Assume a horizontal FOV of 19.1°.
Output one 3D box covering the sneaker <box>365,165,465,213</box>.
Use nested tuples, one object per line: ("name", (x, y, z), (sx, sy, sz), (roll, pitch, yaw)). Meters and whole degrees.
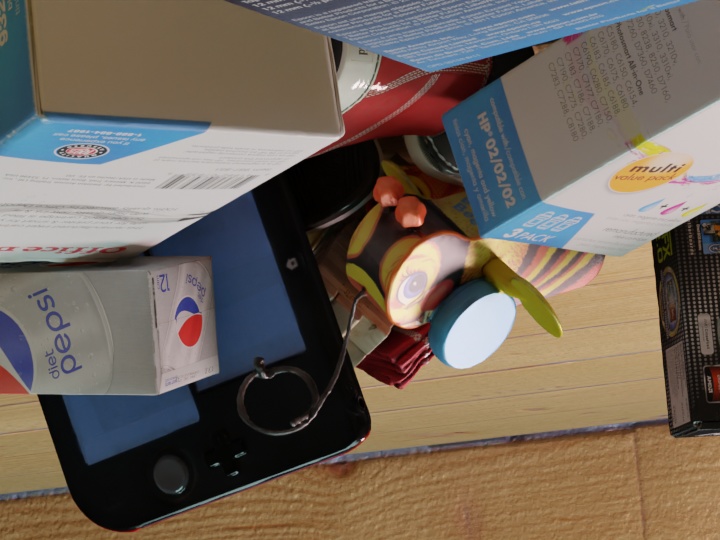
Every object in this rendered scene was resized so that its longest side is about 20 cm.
("sneaker", (0.047, -0.041, 1.185), (0.077, 0.073, 0.200), (24, -161, 2))

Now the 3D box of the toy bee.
("toy bee", (0.041, -0.003, 1.019), (0.131, 0.200, 0.109), (25, 138, 22))

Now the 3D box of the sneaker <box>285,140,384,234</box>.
("sneaker", (-0.057, -0.034, 1.217), (0.200, 0.084, 0.121), (-13, 170, 26))

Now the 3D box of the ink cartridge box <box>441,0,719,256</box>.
("ink cartridge box", (0.151, -0.080, 0.959), (0.200, 0.068, 0.115), (-31, 157, 36))

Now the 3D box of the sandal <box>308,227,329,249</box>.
("sandal", (-0.039, -0.031, 1.326), (0.200, 0.082, 0.055), (1, 149, 10))

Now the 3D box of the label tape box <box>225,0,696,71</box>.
("label tape box", (0.025, -0.132, 0.758), (0.143, 0.066, 0.200), (-12, 165, 34))

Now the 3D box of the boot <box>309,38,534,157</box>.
("boot", (-0.013, -0.075, 1.050), (0.144, 0.072, 0.200), (2, 165, -41))

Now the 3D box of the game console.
("game console", (-0.100, 0.024, 1.122), (0.177, 0.200, 0.031), (-22, 174, 26))

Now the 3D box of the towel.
("towel", (0.074, -0.004, 1.241), (0.200, 0.022, 0.145), (-37, -167, -11))

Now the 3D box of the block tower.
("block tower", (0.000, 0.000, 1.205), (0.058, 0.054, 0.200), (-44, -175, 27))

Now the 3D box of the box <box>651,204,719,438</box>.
("box", (0.231, -0.018, 1.096), (0.160, 0.200, 0.044), (-2, 170, -8))

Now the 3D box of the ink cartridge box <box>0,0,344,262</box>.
("ink cartridge box", (-0.123, -0.069, 0.949), (0.145, 0.084, 0.200), (0, 165, -34))

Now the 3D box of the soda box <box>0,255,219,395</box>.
("soda box", (-0.175, 0.028, 1.088), (0.200, 0.063, 0.068), (-1, -173, 24))

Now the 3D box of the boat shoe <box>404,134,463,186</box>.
("boat shoe", (0.125, -0.067, 1.138), (0.201, 0.072, 0.061), (3, 172, -26))
